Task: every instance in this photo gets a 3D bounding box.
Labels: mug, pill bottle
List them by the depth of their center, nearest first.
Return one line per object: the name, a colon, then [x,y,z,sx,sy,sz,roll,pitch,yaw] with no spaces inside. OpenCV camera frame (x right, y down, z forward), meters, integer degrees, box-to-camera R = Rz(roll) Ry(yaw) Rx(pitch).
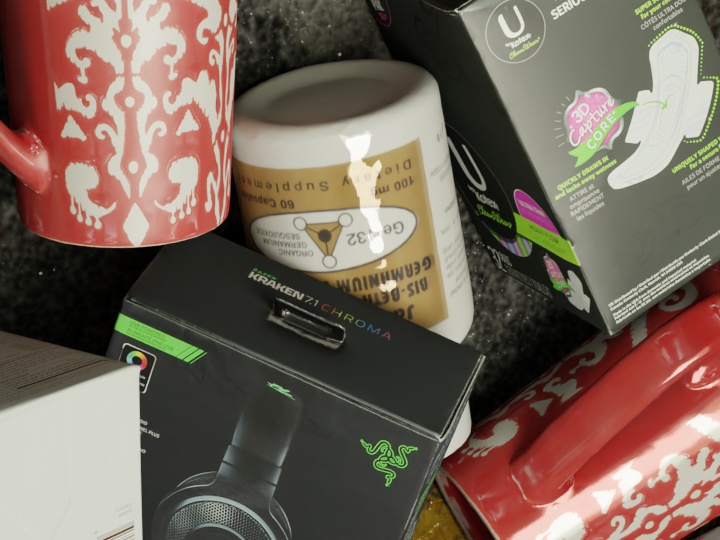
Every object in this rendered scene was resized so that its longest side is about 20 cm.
mug: [-0.141,-0.121,1.374,0.176,0.134,0.201,-4,110,-10]
pill bottle: [0.000,0.000,1.465,0.114,0.114,0.201,-18,113,-18]
mug: [0.142,0.080,1.531,0.199,0.134,0.178,-33,133,-7]

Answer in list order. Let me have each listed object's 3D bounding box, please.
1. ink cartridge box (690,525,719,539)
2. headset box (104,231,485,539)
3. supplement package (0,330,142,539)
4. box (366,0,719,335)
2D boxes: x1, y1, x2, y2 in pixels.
ink cartridge box: [0.206,0.223,1.553,0.199,0.148,0.086,-32,119,27]
headset box: [-0.050,0.095,1.405,0.173,0.093,0.201,25,121,5]
supplement package: [-0.223,0.132,1.335,0.147,0.199,0.193,-19,115,-50]
box: [0.109,-0.095,1.468,0.124,0.148,0.201,-32,114,-12]
